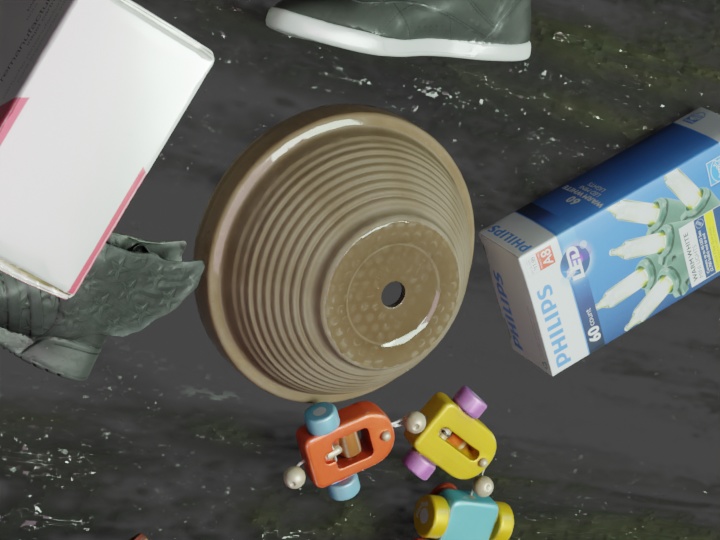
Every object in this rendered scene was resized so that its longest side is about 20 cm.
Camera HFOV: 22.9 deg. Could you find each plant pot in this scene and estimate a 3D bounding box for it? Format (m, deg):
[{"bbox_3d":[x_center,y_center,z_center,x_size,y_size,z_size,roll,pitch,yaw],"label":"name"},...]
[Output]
[{"bbox_3d":[0.000,0.000,1.148,0.200,0.093,0.202,-10,112,-26],"label":"plant pot"}]

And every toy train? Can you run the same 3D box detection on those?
[{"bbox_3d":[0.026,0.151,1.240,0.150,0.056,0.201,-28,122,-12],"label":"toy train"}]

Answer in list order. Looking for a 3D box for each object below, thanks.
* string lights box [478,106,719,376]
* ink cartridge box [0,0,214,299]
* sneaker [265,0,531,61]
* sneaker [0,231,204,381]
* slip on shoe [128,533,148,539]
[{"bbox_3d":[0.189,-0.022,1.264,0.199,0.059,0.103,-30,121,-17],"label":"string lights box"},{"bbox_3d":[-0.177,-0.089,0.951,0.083,0.200,0.147,30,92,-30],"label":"ink cartridge box"},{"bbox_3d":[0.029,-0.186,1.112,0.199,0.071,0.100,-3,108,-35],"label":"sneaker"},{"bbox_3d":[-0.193,-0.003,1.060,0.199,0.060,0.105,28,94,-39],"label":"sneaker"},{"bbox_3d":[-0.219,0.205,1.123,0.199,0.074,0.062,-6,79,-22],"label":"slip on shoe"}]
